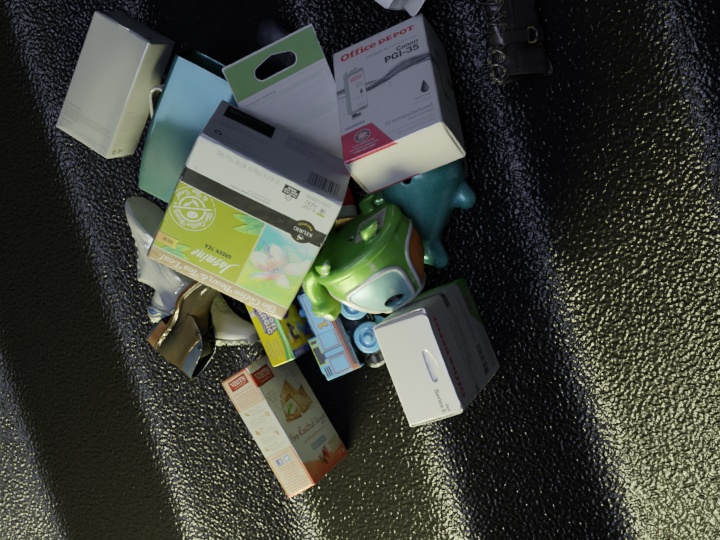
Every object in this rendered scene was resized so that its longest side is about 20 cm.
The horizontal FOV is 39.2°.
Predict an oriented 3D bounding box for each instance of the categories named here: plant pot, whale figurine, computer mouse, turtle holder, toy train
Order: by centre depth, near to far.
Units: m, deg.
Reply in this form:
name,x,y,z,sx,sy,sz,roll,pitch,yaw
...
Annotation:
name,x,y,z,sx,sy,sz,roll,pitch,yaw
turtle holder,0.005,0.001,1.371,0.185,0.141,0.132,-45,112,-1
whale figurine,0.081,-0.098,1.410,0.158,0.104,0.202,5,104,21
plant pot,-0.234,-0.195,1.466,0.141,0.141,0.201,27,104,-7
computer mouse,-0.076,-0.297,1.471,0.200,0.034,0.059,39,111,10
toy train,-0.034,0.059,1.491,0.114,0.087,0.201,-24,92,13

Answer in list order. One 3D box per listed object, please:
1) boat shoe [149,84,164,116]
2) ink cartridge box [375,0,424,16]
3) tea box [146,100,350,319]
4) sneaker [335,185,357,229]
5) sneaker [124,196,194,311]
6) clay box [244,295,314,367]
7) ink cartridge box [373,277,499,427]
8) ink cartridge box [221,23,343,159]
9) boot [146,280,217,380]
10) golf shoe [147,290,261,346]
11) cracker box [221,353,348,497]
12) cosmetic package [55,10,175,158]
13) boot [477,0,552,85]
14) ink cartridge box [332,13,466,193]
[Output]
name,x,y,z,sx,sy,sz,roll,pitch,yaw
boat shoe,-0.283,-0.189,1.560,0.071,0.066,0.202,-4,99,22
ink cartridge box,0.032,-0.440,1.347,0.200,0.125,0.129,39,113,9
tea box,-0.143,-0.079,1.327,0.199,0.134,0.197,25,119,-7
sneaker,-0.110,-0.106,1.468,0.198,0.071,0.113,-11,80,-12
sneaker,-0.330,-0.026,1.590,0.089,0.075,0.201,-49,60,29
clay box,-0.130,0.032,1.517,0.047,0.115,0.201,-22,93,25
ink cartridge box,0.108,0.108,1.388,0.084,0.200,0.146,-20,93,24
ink cartridge box,-0.094,-0.216,1.389,0.145,0.048,0.201,-30,113,-15
boot,-0.234,0.077,1.516,0.097,0.075,0.200,48,123,8
golf shoe,-0.243,0.058,1.593,0.199,0.078,0.098,17,101,17
cracker box,-0.112,0.225,1.538,0.058,0.134,0.201,-32,88,24
cosmetic package,-0.381,-0.289,1.573,0.112,0.081,0.201,33,110,13
boot,0.174,-0.325,1.288,0.069,0.199,0.176,2,97,54
ink cartridge box,0.047,-0.223,1.347,0.146,0.083,0.201,-21,54,19
